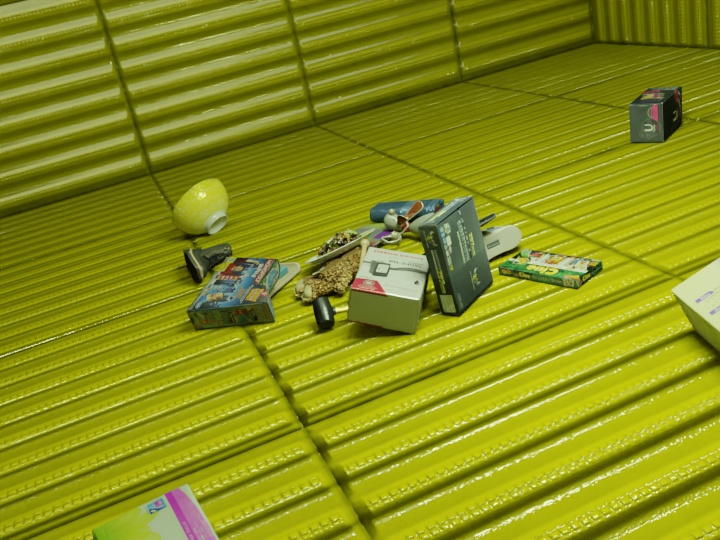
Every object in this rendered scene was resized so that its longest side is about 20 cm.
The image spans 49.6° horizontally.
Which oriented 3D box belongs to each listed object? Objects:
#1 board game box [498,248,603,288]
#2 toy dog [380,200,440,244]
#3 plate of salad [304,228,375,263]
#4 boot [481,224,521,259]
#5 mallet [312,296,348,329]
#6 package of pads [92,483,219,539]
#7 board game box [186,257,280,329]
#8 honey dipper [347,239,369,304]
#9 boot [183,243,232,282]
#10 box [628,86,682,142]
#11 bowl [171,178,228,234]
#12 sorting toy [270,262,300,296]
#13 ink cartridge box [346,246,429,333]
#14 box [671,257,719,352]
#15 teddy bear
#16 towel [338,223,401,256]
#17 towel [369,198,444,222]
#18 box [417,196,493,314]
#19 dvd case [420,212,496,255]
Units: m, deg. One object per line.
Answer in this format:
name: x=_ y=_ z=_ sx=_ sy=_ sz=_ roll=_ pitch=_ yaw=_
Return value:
board game box: x=0.407 y=-0.006 z=1.677 sx=0.104 sy=0.024 sz=0.199 roll=-32 pitch=29 yaw=-35
toy dog: x=0.146 y=-0.133 z=2.000 sx=0.198 sy=0.097 sz=0.132 roll=3 pitch=29 yaw=16
plate of salad: x=-0.055 y=-0.069 z=1.939 sx=0.198 sy=0.048 sz=0.200 roll=-25 pitch=5 yaw=2
boot: x=0.273 y=-0.054 z=1.822 sx=0.198 sy=0.074 sz=0.090 roll=-17 pitch=9 yaw=-16
mallet: x=-0.003 y=0.086 z=1.666 sx=0.198 sy=0.041 sz=0.066 roll=-3 pitch=56 yaw=-7
package of pads: x=-0.271 y=0.387 z=1.050 sx=0.153 sy=0.069 sz=0.200 roll=-22 pitch=23 yaw=-23
board game box: x=-0.266 y=0.056 z=1.808 sx=0.198 sy=0.062 sz=0.201 roll=4 pitch=41 yaw=26
honey dipper: x=0.000 y=0.000 z=1.771 sx=0.038 sy=0.038 sz=0.201 roll=-6 pitch=45 yaw=16
boot: x=-0.406 y=-0.035 z=2.136 sx=0.137 sy=0.078 sz=0.200 roll=-14 pitch=23 yaw=-16
box: x=0.910 y=-0.481 z=2.395 sx=0.105 sy=0.123 sz=0.200 roll=6 pitch=29 yaw=37
bowl: x=-0.479 y=-0.178 z=2.437 sx=0.108 sy=0.201 sz=0.200 roll=44 pitch=48 yaw=14
sorting toy: x=-0.268 y=0.027 z=1.952 sx=0.183 sy=0.037 sz=0.200 roll=-3 pitch=25 yaw=24
ink cartridge box: x=0.063 y=0.036 z=1.630 sx=0.144 sy=0.084 sz=0.200 roll=9 pitch=29 yaw=8
box: x=0.628 y=0.054 z=1.228 sx=0.175 sy=0.097 sz=0.200 roll=-36 pitch=21 yaw=8
teddy bear: x=-0.064 y=0.019 z=1.840 sx=0.199 sy=0.067 sz=0.144 roll=-36 pitch=20 yaw=-33
towel: x=0.010 y=-0.081 z=2.075 sx=0.143 sy=0.023 sz=0.200 roll=5 pitch=28 yaw=39
towel: x=0.130 y=-0.161 z=2.155 sx=0.198 sy=0.049 sz=0.112 roll=-2 pitch=16 yaw=21
box: x=0.201 y=-0.032 z=1.614 sx=0.051 sy=0.202 sz=0.157 roll=-1 pitch=23 yaw=39
dvd case: x=0.209 y=-0.066 z=1.808 sx=0.148 sy=0.016 sz=0.200 roll=-27 pitch=-5 yaw=-31
